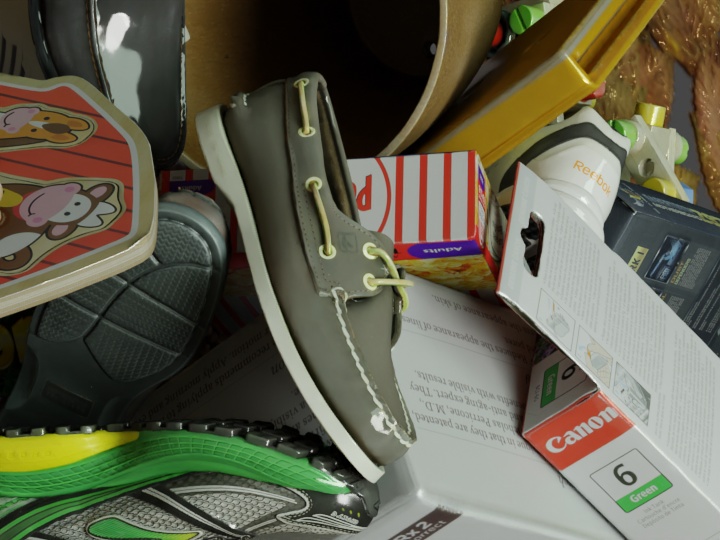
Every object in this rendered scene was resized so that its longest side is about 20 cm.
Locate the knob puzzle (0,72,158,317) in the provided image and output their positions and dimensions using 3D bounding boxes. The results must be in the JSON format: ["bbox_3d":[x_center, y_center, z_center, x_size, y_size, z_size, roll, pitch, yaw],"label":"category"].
[{"bbox_3d":[-0.175,-0.038,1.141,0.220,0.218,0.031,-49,143,-45],"label":"knob puzzle"}]

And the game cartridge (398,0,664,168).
[{"bbox_3d":[0.069,-0.084,1.416,0.032,0.200,0.176,48,33,-6],"label":"game cartridge"}]

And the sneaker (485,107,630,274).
[{"bbox_3d":[0.077,-0.031,1.429,0.074,0.200,0.080,39,63,-22],"label":"sneaker"}]

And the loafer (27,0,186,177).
[{"bbox_3d":[-0.111,-0.142,1.235,0.073,0.072,0.201,-16,93,-48],"label":"loafer"}]

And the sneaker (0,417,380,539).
[{"bbox_3d":[-0.086,0.107,1.157,0.078,0.199,0.086,7,80,-72],"label":"sneaker"}]

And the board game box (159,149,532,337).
[{"bbox_3d":[0.000,0.000,1.308,0.200,0.150,0.047,55,34,-68],"label":"board game box"}]

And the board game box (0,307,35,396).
[{"bbox_3d":[-0.167,0.005,1.272,0.200,0.023,0.105,-16,94,-50],"label":"board game box"}]

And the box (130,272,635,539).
[{"bbox_3d":[0.004,0.114,1.282,0.199,0.199,0.131,19,45,-45],"label":"box"}]

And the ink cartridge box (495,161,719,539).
[{"bbox_3d":[0.118,0.054,1.256,0.200,0.050,0.109,44,31,-20],"label":"ink cartridge box"}]

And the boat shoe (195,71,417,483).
[{"bbox_3d":[-0.014,-0.003,1.155,0.072,0.060,0.202,54,11,-55],"label":"boat shoe"}]

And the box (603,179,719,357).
[{"bbox_3d":[0.134,0.052,1.499,0.157,0.051,0.201,13,111,-49],"label":"box"}]

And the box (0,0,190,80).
[{"bbox_3d":[-0.165,-0.180,1.291,0.082,0.068,0.201,-35,106,-48],"label":"box"}]

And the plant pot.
[{"bbox_3d":[-0.003,-0.143,1.407,0.200,0.185,0.188,-20,95,-64],"label":"plant pot"}]

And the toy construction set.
[{"bbox_3d":[0.138,-0.113,1.579,0.092,0.131,0.201,25,61,-44],"label":"toy construction set"}]

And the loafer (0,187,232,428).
[{"bbox_3d":[-0.114,0.031,1.212,0.072,0.200,0.063,32,34,-5],"label":"loafer"}]
